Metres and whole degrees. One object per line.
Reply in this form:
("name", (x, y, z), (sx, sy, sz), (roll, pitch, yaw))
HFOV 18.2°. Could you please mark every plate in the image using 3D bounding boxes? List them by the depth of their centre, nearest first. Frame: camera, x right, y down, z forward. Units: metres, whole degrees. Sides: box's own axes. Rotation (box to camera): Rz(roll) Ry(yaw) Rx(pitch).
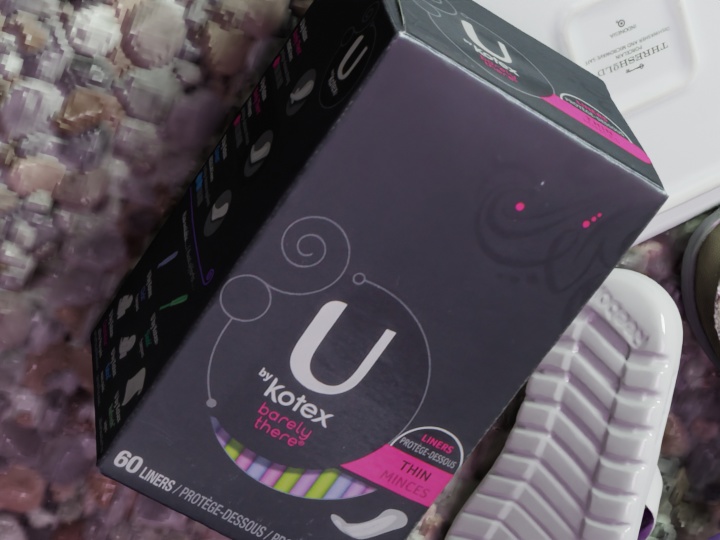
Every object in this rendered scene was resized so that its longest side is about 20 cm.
("plate", (0.101, -0.093, 0.896), (0.199, 0.032, 0.201), (-24, 117, -7))

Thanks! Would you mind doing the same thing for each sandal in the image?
("sandal", (0.093, 0.095, 0.956), (0.050, 0.082, 0.203), (-9, 126, -55))

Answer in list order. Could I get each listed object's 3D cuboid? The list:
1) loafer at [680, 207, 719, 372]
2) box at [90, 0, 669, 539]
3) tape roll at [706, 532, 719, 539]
("loafer", (0.201, 0.052, 0.966), (0.075, 0.070, 0.200), (-33, 119, -3))
("box", (0.000, 0.000, 0.837), (0.122, 0.106, 0.200), (28, 110, -20))
("tape roll", (0.189, 0.203, 0.929), (0.199, 0.066, 0.201), (1, 93, 19))
